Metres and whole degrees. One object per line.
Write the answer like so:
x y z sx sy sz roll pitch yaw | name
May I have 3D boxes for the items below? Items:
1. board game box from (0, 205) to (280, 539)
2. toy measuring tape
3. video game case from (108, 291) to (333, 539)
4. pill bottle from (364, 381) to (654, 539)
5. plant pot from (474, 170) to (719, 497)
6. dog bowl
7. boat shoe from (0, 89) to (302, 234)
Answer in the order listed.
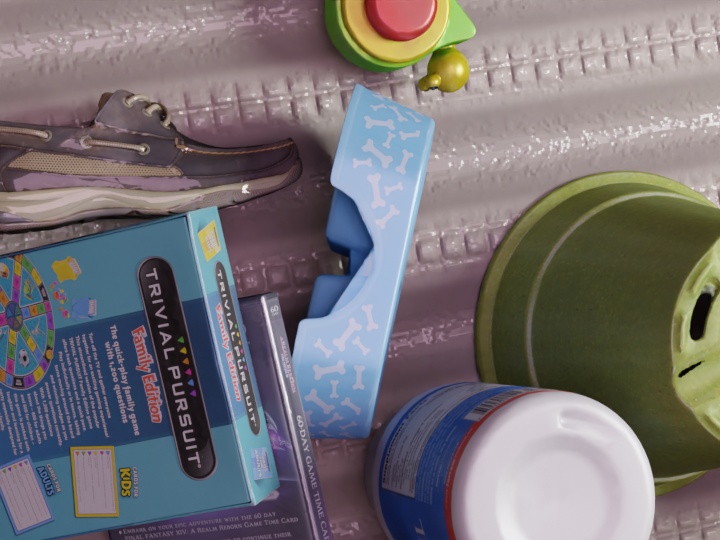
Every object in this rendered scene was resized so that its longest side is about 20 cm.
-0.155 0.062 1.035 0.198 0.047 0.152 -12 93 16 | board game box
-0.009 -0.178 1.125 0.073 0.074 0.200 -40 100 -14 | toy measuring tape
-0.083 0.121 1.070 0.019 0.142 0.202 -16 94 -57 | video game case
0.070 0.117 1.074 0.111 0.200 0.113 0 89 -16 | pill bottle
0.188 0.038 1.118 0.198 0.190 0.202 0 89 -16 | plant pot
0.000 0.000 1.095 0.049 0.111 0.202 12 85 2 | dog bowl
-0.128 -0.064 1.083 0.198 0.074 0.074 -7 91 -18 | boat shoe
